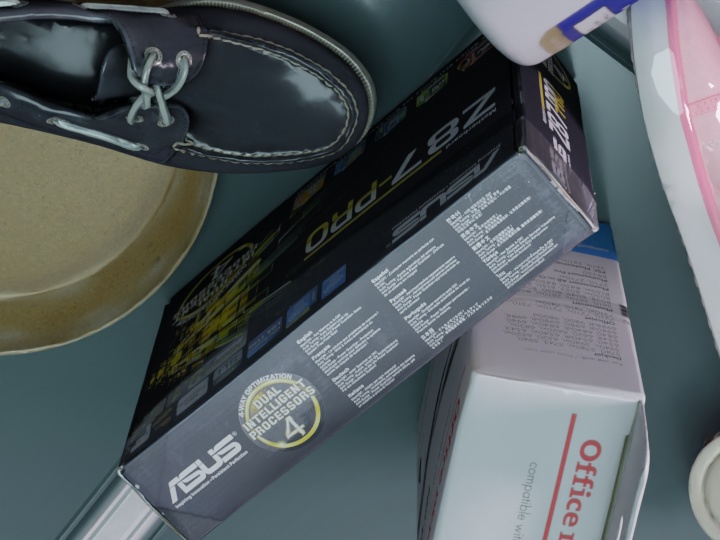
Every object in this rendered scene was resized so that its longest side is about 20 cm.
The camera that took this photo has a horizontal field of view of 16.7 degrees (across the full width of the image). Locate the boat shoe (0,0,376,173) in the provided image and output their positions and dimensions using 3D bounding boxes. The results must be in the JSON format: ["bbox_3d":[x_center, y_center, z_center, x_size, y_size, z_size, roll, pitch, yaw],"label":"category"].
[{"bbox_3d":[-0.092,-0.070,0.945,0.198,0.063,0.073,12,114,-4],"label":"boat shoe"}]

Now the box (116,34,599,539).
[{"bbox_3d":[0.000,0.000,0.949,0.200,0.161,0.049,-39,108,17],"label":"box"}]

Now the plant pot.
[{"bbox_3d":[-0.155,-0.061,0.999,0.198,0.028,0.202,0,114,0],"label":"plant pot"}]

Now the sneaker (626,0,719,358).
[{"bbox_3d":[0.173,-0.038,0.975,0.104,0.076,0.201,-16,120,13],"label":"sneaker"}]

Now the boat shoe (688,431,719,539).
[{"bbox_3d":[0.236,0.075,1.033,0.198,0.060,0.072,-16,82,6],"label":"boat shoe"}]

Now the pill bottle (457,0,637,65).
[{"bbox_3d":[0.111,-0.175,0.892,0.199,0.120,0.120,-32,110,14],"label":"pill bottle"}]

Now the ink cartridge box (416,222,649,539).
[{"bbox_3d":[0.063,0.068,0.956,0.067,0.200,0.117,9,114,-3],"label":"ink cartridge box"}]
